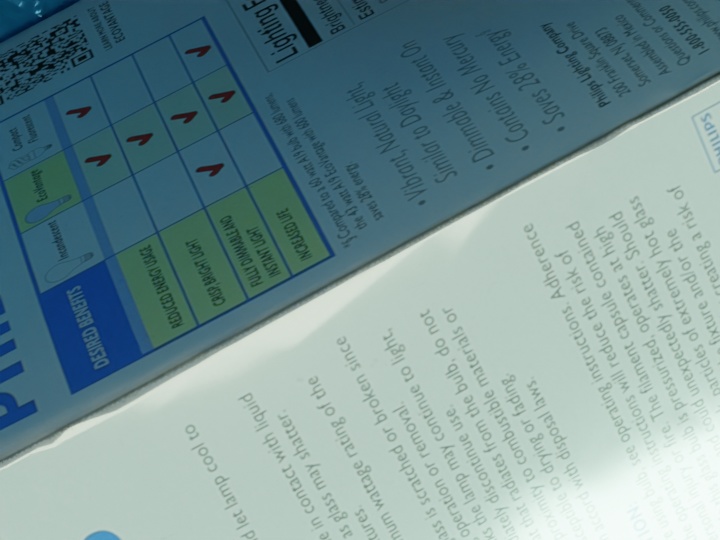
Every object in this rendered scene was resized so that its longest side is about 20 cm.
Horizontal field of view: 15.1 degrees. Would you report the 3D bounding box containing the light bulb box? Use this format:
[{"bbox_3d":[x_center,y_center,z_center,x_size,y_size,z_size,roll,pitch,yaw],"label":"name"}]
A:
[{"bbox_3d":[0.000,0.000,0.672,0.199,0.198,0.125,-28,121,-1],"label":"light bulb box"}]
